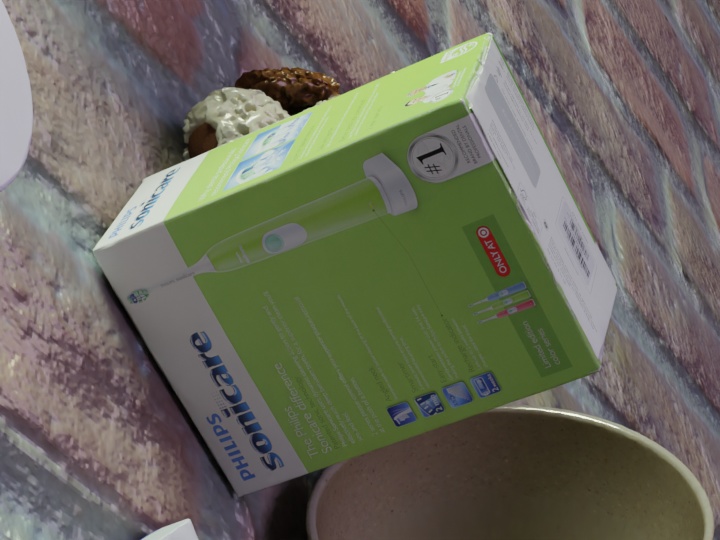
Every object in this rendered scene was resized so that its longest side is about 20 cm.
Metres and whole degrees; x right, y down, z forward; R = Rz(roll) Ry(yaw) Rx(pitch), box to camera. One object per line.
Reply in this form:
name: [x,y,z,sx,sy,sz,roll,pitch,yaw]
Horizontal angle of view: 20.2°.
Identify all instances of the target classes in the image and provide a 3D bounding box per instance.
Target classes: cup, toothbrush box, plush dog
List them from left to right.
toothbrush box: [0.000,0.000,0.954,0.146,0.199,0.086,60,23,-19]
plush dog: [0.006,-0.041,1.107,0.201,0.160,0.172,61,0,-16]
cup: [0.073,0.180,1.019,0.201,0.199,0.144,-64,156,-61]

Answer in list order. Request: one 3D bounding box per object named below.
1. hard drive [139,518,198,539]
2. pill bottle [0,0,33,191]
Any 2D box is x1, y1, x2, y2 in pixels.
hard drive: [-0.069,0.216,0.838,0.201,0.025,0.132,68,23,-1]
pill bottle: [-0.192,-0.025,0.540,0.112,0.199,0.113,48,30,-41]
